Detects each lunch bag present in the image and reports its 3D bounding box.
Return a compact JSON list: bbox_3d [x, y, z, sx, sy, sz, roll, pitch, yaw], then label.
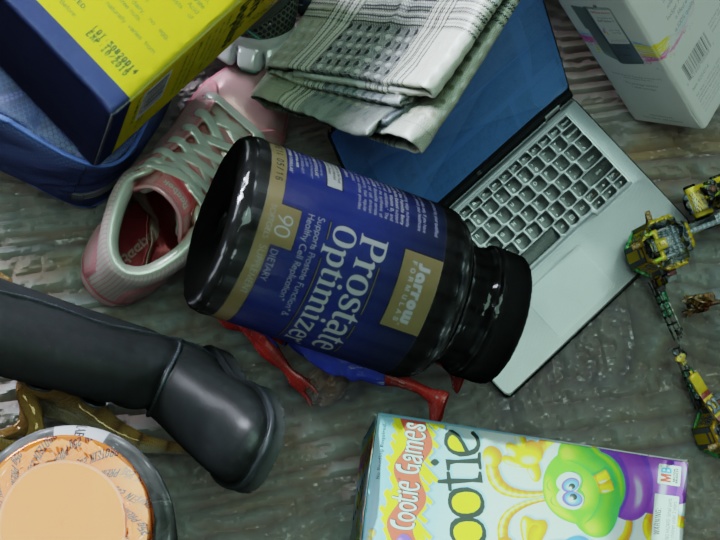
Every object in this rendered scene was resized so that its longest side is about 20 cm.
[{"bbox_3d":[-0.223,-0.138,1.093,0.199,0.132,0.137,30,71,-6],"label":"lunch bag"}]

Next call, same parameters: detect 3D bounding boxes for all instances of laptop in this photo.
[{"bbox_3d":[0.106,-0.059,1.113,0.187,0.116,0.200,-41,82,-14],"label":"laptop"}]

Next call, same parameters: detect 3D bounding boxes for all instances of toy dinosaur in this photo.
[{"bbox_3d":[-0.196,0.080,1.075,0.200,0.060,0.106,45,74,7],"label":"toy dinosaur"}]

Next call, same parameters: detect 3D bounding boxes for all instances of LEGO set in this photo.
[{"bbox_3d":[0.271,0.024,1.096,0.152,0.116,0.202,-12,83,-11],"label":"LEGO set"}]

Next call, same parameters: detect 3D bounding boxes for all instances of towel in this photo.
[{"bbox_3d":[0.028,-0.173,1.044,0.034,0.192,0.201,39,79,-37],"label":"towel"}]

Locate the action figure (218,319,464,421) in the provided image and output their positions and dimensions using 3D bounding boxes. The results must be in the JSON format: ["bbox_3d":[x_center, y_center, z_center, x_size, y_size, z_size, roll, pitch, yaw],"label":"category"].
[{"bbox_3d":[-0.029,0.045,1.100,0.198,0.052,0.066,25,49,12],"label":"action figure"}]

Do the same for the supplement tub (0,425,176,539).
[{"bbox_3d":[-0.168,0.161,0.982,0.121,0.200,0.124,2,74,-5],"label":"supplement tub"}]

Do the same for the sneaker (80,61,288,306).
[{"bbox_3d":[-0.107,-0.063,1.094,0.075,0.105,0.201,39,75,-6],"label":"sneaker"}]

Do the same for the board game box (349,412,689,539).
[{"bbox_3d":[0.096,0.164,1.058,0.198,0.105,0.104,9,75,-3],"label":"board game box"}]

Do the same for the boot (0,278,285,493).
[{"bbox_3d":[-0.158,0.062,1.001,0.199,0.165,0.066,24,93,-26],"label":"boot"}]

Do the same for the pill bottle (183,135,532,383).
[{"bbox_3d":[0.000,0.000,1.021,0.198,0.112,0.113,19,73,-16],"label":"pill bottle"}]

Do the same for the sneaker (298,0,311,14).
[{"bbox_3d":[0.004,-0.265,1.179,0.145,0.077,0.204,26,75,-1],"label":"sneaker"}]

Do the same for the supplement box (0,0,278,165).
[{"bbox_3d":[-0.122,-0.179,1.003,0.109,0.109,0.200,46,71,-1],"label":"supplement box"}]

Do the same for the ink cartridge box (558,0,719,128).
[{"bbox_3d":[0.197,-0.205,1.125,0.067,0.200,0.118,16,66,45],"label":"ink cartridge box"}]

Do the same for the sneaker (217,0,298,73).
[{"bbox_3d":[-0.123,-0.216,1.132,0.198,0.092,0.078,23,39,8],"label":"sneaker"}]
